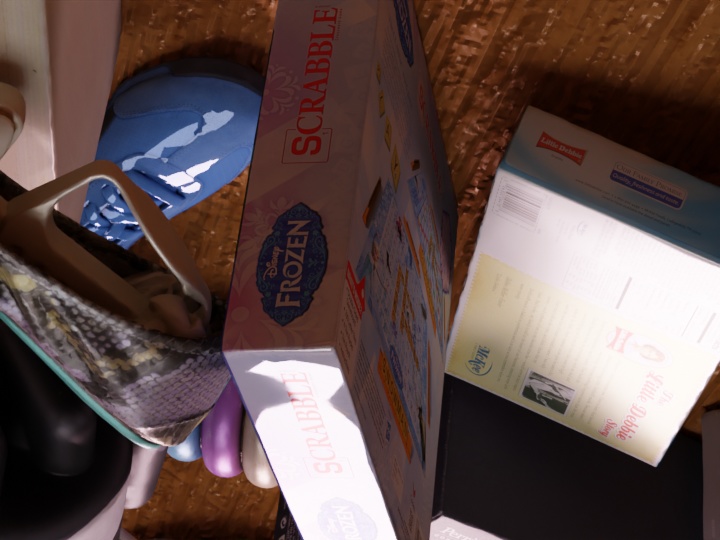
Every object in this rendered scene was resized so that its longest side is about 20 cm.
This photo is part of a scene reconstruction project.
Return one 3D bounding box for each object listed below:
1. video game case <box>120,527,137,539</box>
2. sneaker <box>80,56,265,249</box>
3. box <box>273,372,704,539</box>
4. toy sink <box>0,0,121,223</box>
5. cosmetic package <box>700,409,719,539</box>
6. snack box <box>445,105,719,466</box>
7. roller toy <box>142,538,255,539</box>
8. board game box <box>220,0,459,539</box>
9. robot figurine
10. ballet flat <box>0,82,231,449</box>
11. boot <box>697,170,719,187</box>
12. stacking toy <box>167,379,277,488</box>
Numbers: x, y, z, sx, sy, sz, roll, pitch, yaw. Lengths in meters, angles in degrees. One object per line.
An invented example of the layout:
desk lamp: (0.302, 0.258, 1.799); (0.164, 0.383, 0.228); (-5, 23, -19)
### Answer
video game case: (-0.238, 0.106, 1.013); (0.200, 0.023, 0.182); (8, 152, 36)
sneaker: (-0.112, -0.025, 0.803); (0.200, 0.079, 0.066); (-24, 133, 36)
box: (0.080, 0.148, 0.993); (0.200, 0.104, 0.182); (24, 144, -23)
toy sink: (-0.150, -0.107, 0.644); (0.112, 0.131, 0.200); (8, 147, -1)
cosmetic package: (0.278, 0.136, 0.957); (0.107, 0.090, 0.200); (-25, 137, 38)
snack box: (0.105, 0.015, 0.807); (0.116, 0.037, 0.200); (24, 153, 7)
roller toy: (-0.118, 0.274, 1.145); (0.200, 0.183, 0.140); (-15, 140, 30)
board game box: (0.000, 0.000, 0.708); (0.041, 0.200, 0.200); (-1, 144, 11)
robot figurine: (-0.170, 0.105, 0.838); (0.150, 0.125, 0.200); (13, 138, -3)
ballet flat: (-0.116, -0.021, 0.594); (0.200, 0.072, 0.072); (38, 136, -22)
boot: (0.161, -0.045, 0.757); (0.188, 0.069, 0.200); (30, 151, -34)
stacking toy: (-0.129, 0.052, 0.920); (0.200, 0.085, 0.085); (9, 146, 5)
